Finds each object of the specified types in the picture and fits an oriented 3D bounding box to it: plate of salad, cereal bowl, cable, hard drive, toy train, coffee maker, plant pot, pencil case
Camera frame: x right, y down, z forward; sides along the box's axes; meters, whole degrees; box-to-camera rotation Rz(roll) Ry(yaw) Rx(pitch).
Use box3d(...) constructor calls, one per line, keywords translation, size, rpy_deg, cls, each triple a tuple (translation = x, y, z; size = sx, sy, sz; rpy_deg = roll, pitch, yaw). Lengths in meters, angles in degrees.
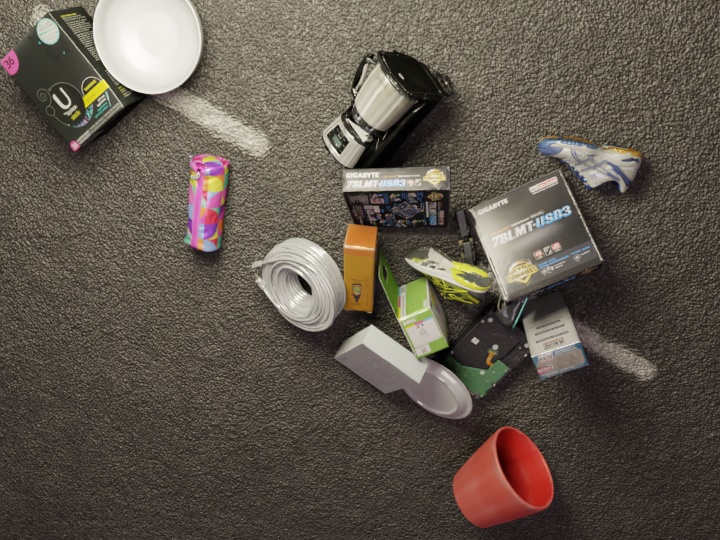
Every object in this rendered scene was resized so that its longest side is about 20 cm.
box3d(translation=(0.168, 0.259, 1.454), size=(0.197, 0.048, 0.203), rpy_deg=(26, 142, 22), cls="plate of salad")
box3d(translation=(-0.383, -0.434, 1.189), size=(0.194, 0.084, 0.206), rpy_deg=(0, 110, 0), cls="cereal bowl")
box3d(translation=(-0.120, 0.032, 1.351), size=(0.198, 0.069, 0.203), rpy_deg=(-25, 100, 45), cls="cable")
box3d(translation=(0.280, 0.182, 1.436), size=(0.138, 0.038, 0.201), rpy_deg=(35, 114, -10), cls="hard drive")
box3d(translation=(0.223, -0.035, 1.336), size=(0.033, 0.046, 0.205), rpy_deg=(-12, 112, 7), cls="toy train")
box3d(translation=(0.051, -0.278, 1.179), size=(0.189, 0.137, 0.200), rpy_deg=(13, 139, -36), cls="coffee maker")
box3d(translation=(0.324, 0.498, 1.507), size=(0.199, 0.202, 0.177), rpy_deg=(37, 123, -12), cls="plant pot")
box3d(translation=(-0.321, -0.140, 1.330), size=(0.086, 0.089, 0.205), rpy_deg=(11, 117, 1), cls="pencil case")

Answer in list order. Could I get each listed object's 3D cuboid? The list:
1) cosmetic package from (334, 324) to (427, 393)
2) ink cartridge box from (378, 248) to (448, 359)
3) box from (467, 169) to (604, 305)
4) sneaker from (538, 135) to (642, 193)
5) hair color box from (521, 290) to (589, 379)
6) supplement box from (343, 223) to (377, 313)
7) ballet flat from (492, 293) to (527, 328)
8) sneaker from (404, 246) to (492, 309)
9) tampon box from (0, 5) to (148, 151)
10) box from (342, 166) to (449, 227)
box3d(translation=(0.040, 0.198, 1.399), size=(0.149, 0.052, 0.200), rpy_deg=(33, 156, -9), cls="cosmetic package")
box3d(translation=(0.109, 0.055, 1.333), size=(0.074, 0.149, 0.203), rpy_deg=(-21, 112, 13), cls="ink cartridge box")
box3d(translation=(0.332, -0.063, 1.232), size=(0.196, 0.050, 0.203), rpy_deg=(-22, 73, 8), cls="box")
box3d(translation=(0.428, -0.199, 1.213), size=(0.194, 0.076, 0.090), rpy_deg=(12, 112, 2), cls="sneaker")
box3d(translation=(0.388, 0.127, 1.305), size=(0.098, 0.201, 0.061), rpy_deg=(-21, 113, 16), cls="hair color box")
box3d(translation=(0.000, 0.000, 1.330), size=(0.065, 0.070, 0.203), rpy_deg=(6, 137, 4), cls="supplement box")
box3d(translation=(0.336, 0.024, 1.331), size=(0.072, 0.073, 0.203), rpy_deg=(26, 104, -7), cls="ballet flat")
box3d(translation=(0.173, 0.020, 1.323), size=(0.197, 0.074, 0.086), rpy_deg=(26, 133, 29), cls="sneaker")
box3d(translation=(-0.538, -0.366, 1.222), size=(0.148, 0.127, 0.201), rpy_deg=(-32, 108, 20), cls="tampon box")
box3d(translation=(0.073, -0.134, 1.226), size=(0.193, 0.200, 0.051), rpy_deg=(-1, 75, 7), cls="box")
